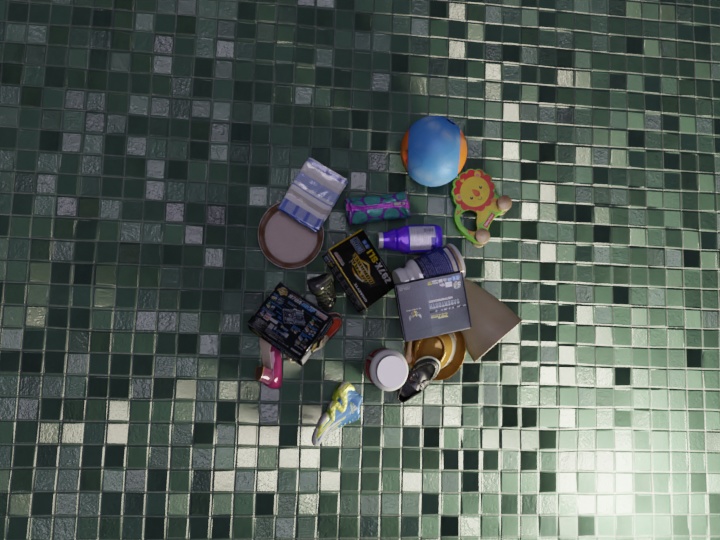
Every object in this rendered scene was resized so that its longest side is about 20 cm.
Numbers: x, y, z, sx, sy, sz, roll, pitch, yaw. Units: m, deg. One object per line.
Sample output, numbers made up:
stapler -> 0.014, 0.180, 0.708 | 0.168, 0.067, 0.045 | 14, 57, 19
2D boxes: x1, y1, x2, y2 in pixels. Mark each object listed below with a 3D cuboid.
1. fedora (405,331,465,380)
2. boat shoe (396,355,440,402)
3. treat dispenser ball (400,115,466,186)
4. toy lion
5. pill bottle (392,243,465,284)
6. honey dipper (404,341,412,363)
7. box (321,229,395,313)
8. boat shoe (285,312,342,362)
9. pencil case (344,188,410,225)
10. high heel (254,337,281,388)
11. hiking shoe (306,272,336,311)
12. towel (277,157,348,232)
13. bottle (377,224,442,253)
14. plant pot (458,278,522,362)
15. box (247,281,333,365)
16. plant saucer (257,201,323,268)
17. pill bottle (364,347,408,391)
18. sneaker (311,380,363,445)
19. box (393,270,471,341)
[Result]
fedora -> 0.207, 0.230, 1.698 | 0.196, 0.081, 0.206 | 3, 97, 26
boat shoe -> 0.158, 0.316, 1.668 | 0.074, 0.199, 0.067 | 39, 44, -6
treat dispenser ball -> 0.216, -0.353, 1.735 | 0.195, 0.201, 0.207 | 1, 84, -6
toy lion -> 0.354, -0.205, 1.812 | 0.190, 0.069, 0.202 | 35, 82, 5
pill bottle -> 0.199, 0.008, 1.714 | 0.196, 0.116, 0.118 | -22, 87, -12
honey dipper -> 0.146, 0.172, 1.701 | 0.037, 0.038, 0.204 | 13, 61, -5
box -> 0.000, 0.000, 1.717 | 0.159, 0.049, 0.202 | -32, 89, -43
boat shoe -> -0.132, 0.198, 1.705 | 0.198, 0.063, 0.072 | -34, 111, -7
pencil case -> 0.050, -0.188, 1.756 | 0.195, 0.092, 0.087 | -8, 86, -6
high heel -> -0.251, 0.239, 1.715 | 0.066, 0.096, 0.205 | 1, 67, 35
hiking shoe -> -0.098, 0.063, 1.661 | 0.074, 0.200, 0.103 | -17, 88, 7
towel -> -0.140, -0.229, 1.751 | 0.145, 0.024, 0.203 | 30, 69, -2
bottle -> 0.149, -0.093, 1.771 | 0.194, 0.065, 0.086 | -3, 83, -6
plant pot -> 0.343, 0.131, 1.730 | 0.186, 0.188, 0.201 | -37, 75, -8
box -> -0.199, 0.149, 1.669 | 0.197, 0.046, 0.160 | 30, 65, 15
plant saucer -> -0.207, -0.106, 1.750 | 0.195, 0.032, 0.206 | 1, 84, -6
pill bottle -> 0.074, 0.280, 1.659 | 0.109, 0.200, 0.116 | 1, 85, -6
sneaker -> -0.059, 0.429, 1.693 | 0.104, 0.076, 0.203 | 30, 81, -3
box -> 0.200, 0.099, 1.631 | 0.195, 0.051, 0.162 | -10, 94, -2
